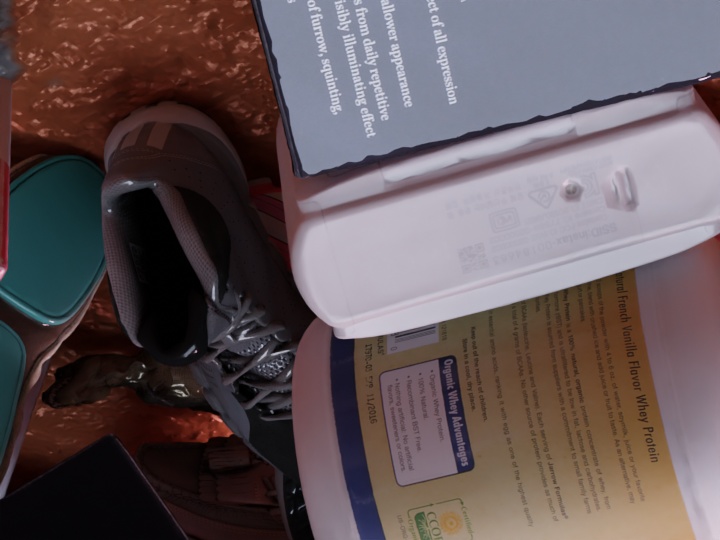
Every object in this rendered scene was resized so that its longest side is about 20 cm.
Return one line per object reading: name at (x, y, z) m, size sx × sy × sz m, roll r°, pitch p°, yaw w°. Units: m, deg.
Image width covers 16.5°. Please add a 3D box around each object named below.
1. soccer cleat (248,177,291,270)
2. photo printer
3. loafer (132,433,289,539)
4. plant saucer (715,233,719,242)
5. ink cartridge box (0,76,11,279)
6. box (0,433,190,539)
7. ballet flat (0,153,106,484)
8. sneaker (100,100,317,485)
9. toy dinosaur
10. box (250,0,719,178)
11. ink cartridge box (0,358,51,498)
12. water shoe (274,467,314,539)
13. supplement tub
soccer cleat at (0.000, 0.000, 1.124) m, size 0.198 × 0.077 × 0.067 m, roll -8°, pitch 145°, yaw -7°
photo printer at (0.048, -0.051, 0.978) m, size 0.165 × 0.200 × 0.070 m, roll -16°, pitch 110°, yaw 1°
loafer at (-0.017, 0.109, 1.225) m, size 0.198 × 0.072 × 0.063 m, roll 15°, pitch 123°, yaw -7°
plant saucer at (0.107, 0.026, 1.074) m, size 0.199 × 0.051 × 0.201 m, roll -2°, pitch 141°, yaw -2°
ink cartridge box at (-0.218, 0.020, 0.977) m, size 0.084 × 0.146 × 0.201 m, roll 23°, pitch 117°, yaw -20°
box at (-0.164, 0.192, 1.026) m, size 0.199 × 0.124 × 0.197 m, roll -31°, pitch 167°, yaw -24°
ballet flat at (-0.160, 0.027, 1.033) m, size 0.067 × 0.201 × 0.062 m, roll 42°, pitch 131°, yaw -19°
sneaker at (-0.056, 0.033, 1.045) m, size 0.075 × 0.116 × 0.201 m, roll -29°, pitch 105°, yaw 16°
toy dinosaur at (-0.055, 0.053, 1.211) m, size 0.199 × 0.048 × 0.088 m, roll 13°, pitch 156°, yaw -35°
box at (0.052, -0.141, 0.876) m, size 0.198 × 0.107 × 0.149 m, roll -13°, pitch 122°, yaw 1°
ink cartridge box at (-0.246, 0.045, 1.143) m, size 0.198 × 0.041 × 0.200 m, roll 4°, pitch 142°, yaw -20°
water shoe at (0.025, 0.140, 1.168) m, size 0.071 × 0.079 × 0.201 m, roll -27°, pitch 102°, yaw 15°
supplement tub at (0.086, 0.064, 0.964) m, size 0.198 × 0.145 × 0.145 m, roll -14°, pitch 146°, yaw 14°
